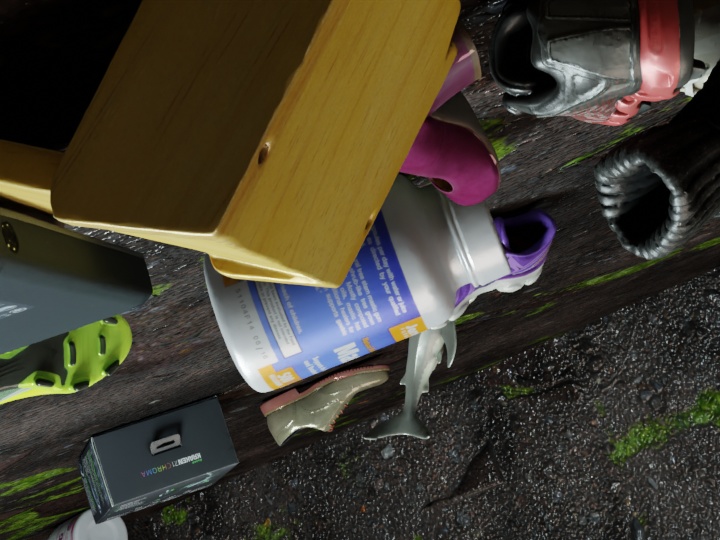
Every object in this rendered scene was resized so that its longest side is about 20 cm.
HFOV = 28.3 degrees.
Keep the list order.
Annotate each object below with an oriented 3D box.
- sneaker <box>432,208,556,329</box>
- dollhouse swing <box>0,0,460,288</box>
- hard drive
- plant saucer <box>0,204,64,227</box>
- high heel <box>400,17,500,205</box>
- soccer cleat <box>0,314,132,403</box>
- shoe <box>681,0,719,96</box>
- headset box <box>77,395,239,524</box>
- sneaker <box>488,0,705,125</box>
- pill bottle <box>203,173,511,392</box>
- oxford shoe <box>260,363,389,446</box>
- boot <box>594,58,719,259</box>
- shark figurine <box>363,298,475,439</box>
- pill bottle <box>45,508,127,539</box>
[{"bbox_3d":[0.095,-0.014,1.305,0.198,0.081,0.084,-24,157,-30],"label":"sneaker"},{"bbox_3d":[-0.081,-0.084,0.607,0.184,0.174,0.200,-63,166,1],"label":"dollhouse swing"},{"bbox_3d":[-0.198,0.015,0.696,0.138,0.033,0.200,-19,171,9],"label":"hard drive"},{"bbox_3d":[-0.255,0.014,0.787,0.198,0.033,0.200,-20,171,-3],"label":"plant saucer"},{"bbox_3d":[0.022,-0.070,0.790,0.095,0.068,0.200,-30,156,-3],"label":"high heel"},{"bbox_3d":[-0.260,0.065,1.021,0.198,0.066,0.083,-20,-159,-31],"label":"soccer cleat"},{"bbox_3d":[0.231,-0.143,0.874,0.197,0.054,0.070,-21,170,1],"label":"shoe"},{"bbox_3d":[-0.264,0.246,1.843,0.172,0.094,0.200,-17,169,-20],"label":"headset box"},{"bbox_3d":[0.112,-0.114,0.748,0.096,0.072,0.200,-3,-179,0],"label":"sneaker"},{"bbox_3d":[0.000,0.000,0.998,0.197,0.114,0.112,-21,170,6],"label":"pill bottle"},{"bbox_3d":[-0.042,0.192,2.063,0.198,0.076,0.070,-23,169,9],"label":"oxford shoe"},{"bbox_3d":[0.214,-0.101,0.788,0.156,0.080,0.212,-24,145,-15],"label":"boot"},{"bbox_3d":[0.060,0.080,1.606,0.088,0.217,0.128,19,-164,-9],"label":"shark figurine"},{"bbox_3d":[-0.542,0.536,2.782,0.112,0.115,0.199,-13,167,-38],"label":"pill bottle"}]
